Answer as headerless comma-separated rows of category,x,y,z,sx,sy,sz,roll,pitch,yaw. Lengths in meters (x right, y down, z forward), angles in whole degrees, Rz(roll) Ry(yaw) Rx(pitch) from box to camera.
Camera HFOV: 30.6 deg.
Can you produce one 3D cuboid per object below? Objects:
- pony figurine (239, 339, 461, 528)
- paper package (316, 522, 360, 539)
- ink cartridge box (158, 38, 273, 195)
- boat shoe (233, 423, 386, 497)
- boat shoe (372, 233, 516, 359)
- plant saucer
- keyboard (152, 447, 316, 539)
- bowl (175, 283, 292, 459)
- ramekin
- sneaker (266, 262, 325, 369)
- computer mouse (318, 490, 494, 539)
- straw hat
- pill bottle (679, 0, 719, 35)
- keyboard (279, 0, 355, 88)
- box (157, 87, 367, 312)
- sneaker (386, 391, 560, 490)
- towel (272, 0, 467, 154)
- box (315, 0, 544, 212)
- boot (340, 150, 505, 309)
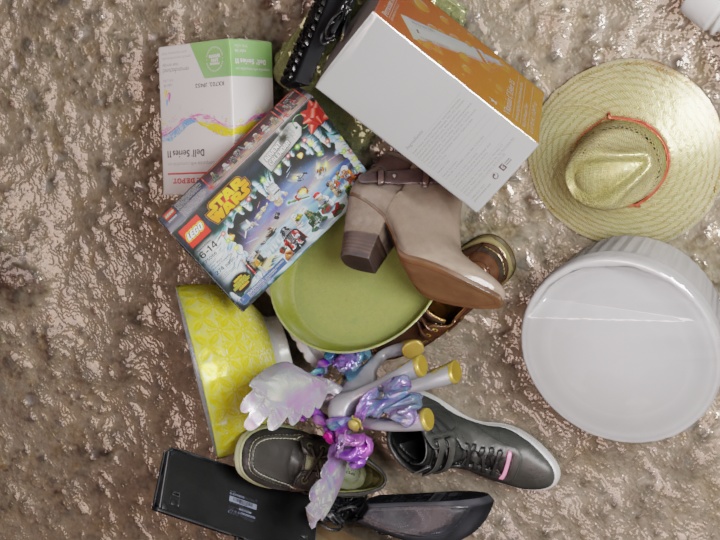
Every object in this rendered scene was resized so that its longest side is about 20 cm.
pony figurine,-0.013,0.145,1.362,0.198,0.193,0.168,-16,107,27
paper package,-0.057,0.401,1.551,0.189,0.104,0.202,27,129,13
ink cartridge box,-0.154,-0.141,1.412,0.116,0.067,0.203,1,95,40
boat shoe,-0.050,0.213,1.454,0.066,0.200,0.073,-1,75,44
boat shoe,0.076,0.034,1.398,0.200,0.067,0.072,-38,89,31
plant saucer,0.000,0.000,1.386,0.197,0.031,0.202,-10,60,17
keyboard,-0.135,0.279,1.429,0.198,0.128,0.021,24,142,-25
bowl,-0.134,0.103,1.484,0.106,0.200,0.203,-13,105,-9
ramekin,0.263,0.059,1.288,0.200,0.094,0.205,12,122,20
sneaker,-0.069,0.008,1.473,0.081,0.075,0.201,-31,88,-2
computer mouse,0.053,0.279,1.470,0.197,0.138,0.054,-4,87,16
straw hat,0.244,-0.099,1.260,0.199,0.085,0.204,9,111,24
pill bottle,0.383,-0.202,1.140,0.199,0.114,0.115,40,120,9
keyboard,-0.024,-0.271,1.275,0.020,0.127,0.202,24,85,-23
box,-0.094,-0.072,1.360,0.137,0.200,0.040,50,173,-39
sneaker,0.114,0.201,1.420,0.198,0.099,0.071,24,115,15
towel,0.008,-0.232,1.358,0.148,0.036,0.200,43,119,6
box,0.071,-0.174,1.265,0.199,0.125,0.098,36,120,-11
boot,0.075,-0.051,1.330,0.198,0.147,0.071,18,151,18
